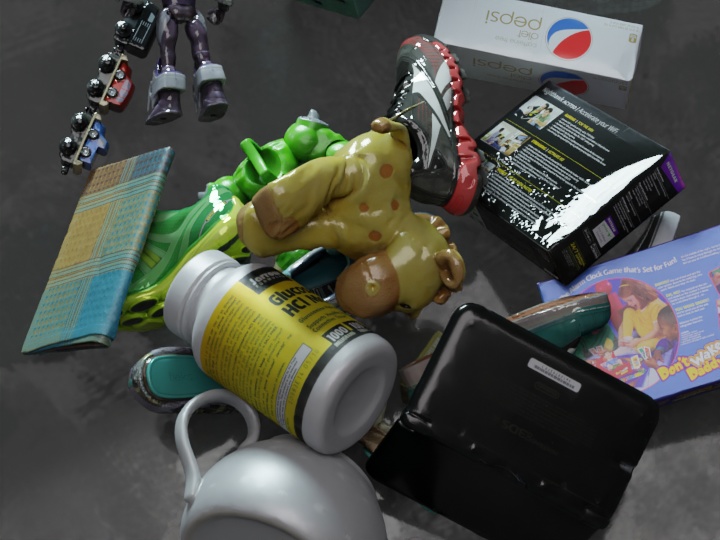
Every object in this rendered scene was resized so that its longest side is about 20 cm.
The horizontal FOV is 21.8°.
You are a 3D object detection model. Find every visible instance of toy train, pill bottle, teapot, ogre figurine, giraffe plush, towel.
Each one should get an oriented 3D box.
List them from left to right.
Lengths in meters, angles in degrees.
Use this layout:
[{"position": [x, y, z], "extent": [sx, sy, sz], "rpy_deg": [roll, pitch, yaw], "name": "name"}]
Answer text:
[{"position": [-0.243, -0.015, 1.753], "extent": [0.022, 0.146, 0.202], "rpy_deg": [32, 65, -32], "name": "towel"}, {"position": [-0.247, -0.180, 1.856], "extent": [0.045, 0.034, 0.202], "rpy_deg": [23, 73, -3], "name": "toy train"}, {"position": [-0.074, 0.065, 1.635], "extent": [0.199, 0.113, 0.113], "rpy_deg": [32, 75, 28], "name": "pill bottle"}, {"position": [-0.067, -0.068, 1.771], "extent": [0.200, 0.098, 0.120], "rpy_deg": [-41, 73, 22], "name": "ogre figurine"}, {"position": [-0.057, 0.214, 1.649], "extent": [0.195, 0.201, 0.147], "rpy_deg": [6, 44, 25], "name": "teapot"}, {"position": [0.010, -0.028, 1.634], "extent": [0.199, 0.173, 0.163], "rpy_deg": [-31, 88, 5], "name": "giraffe plush"}]

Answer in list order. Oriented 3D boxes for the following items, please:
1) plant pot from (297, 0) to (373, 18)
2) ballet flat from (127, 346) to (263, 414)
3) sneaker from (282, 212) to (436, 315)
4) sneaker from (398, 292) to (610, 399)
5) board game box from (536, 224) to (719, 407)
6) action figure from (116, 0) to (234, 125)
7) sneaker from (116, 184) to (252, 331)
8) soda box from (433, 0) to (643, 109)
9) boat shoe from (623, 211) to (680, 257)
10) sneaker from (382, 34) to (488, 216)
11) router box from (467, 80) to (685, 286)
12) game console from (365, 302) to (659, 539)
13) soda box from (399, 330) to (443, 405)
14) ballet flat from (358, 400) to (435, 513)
[{"position": [-0.014, -0.366, 1.854], "extent": [0.140, 0.141, 0.202], "rpy_deg": [17, 80, 8], "name": "plant pot"}, {"position": [-0.127, 0.101, 1.729], "extent": [0.199, 0.072, 0.073], "rpy_deg": [3, 67, -33], "name": "ballet flat"}, {"position": [0.000, 0.000, 1.747], "extent": [0.199, 0.087, 0.078], "rpy_deg": [-30, 71, -18], "name": "sneaker"}, {"position": [0.137, 0.084, 1.652], "extent": [0.198, 0.071, 0.081], "rpy_deg": [-24, 91, 12], "name": "sneaker"}, {"position": [0.273, 0.048, 1.680], "extent": [0.198, 0.045, 0.136], "rpy_deg": [-17, 75, 6], "name": "board game box"}, {"position": [-0.179, -0.248, 1.844], "extent": [0.129, 0.069, 0.202], "rpy_deg": [-1, 81, -19], "name": "action figure"}, {"position": [-0.181, -0.008, 1.755], "extent": [0.199, 0.074, 0.084], "rpy_deg": [-33, 55, 20], "name": "sneaker"}, {"position": [0.173, -0.217, 1.829], "extent": [0.198, 0.068, 0.064], "rpy_deg": [12, 71, 6], "name": "soda box"}, {"position": [0.240, 0.027, 1.745], "extent": [0.056, 0.069, 0.201], "rpy_deg": [24, 76, 11], "name": "boat shoe"}, {"position": [0.053, -0.143, 1.740], "extent": [0.097, 0.071, 0.202], "rpy_deg": [5, 54, -23], "name": "sneaker"}, {"position": [0.183, -0.085, 1.738], "extent": [0.149, 0.051, 0.200], "rpy_deg": [-38, 38, -9], "name": "router box"}, {"position": [0.130, 0.146, 1.623], "extent": [0.199, 0.116, 0.177], "rpy_deg": [27, 87, -4], "name": "game console"}, {"position": [0.133, 0.143, 1.710], "extent": [0.199, 0.068, 0.064], "rpy_deg": [35, 77, 13], "name": "soda box"}, {"position": [0.014, 0.136, 1.701], "extent": [0.199, 0.068, 0.073], "rpy_deg": [37, 94, 3], "name": "ballet flat"}]
